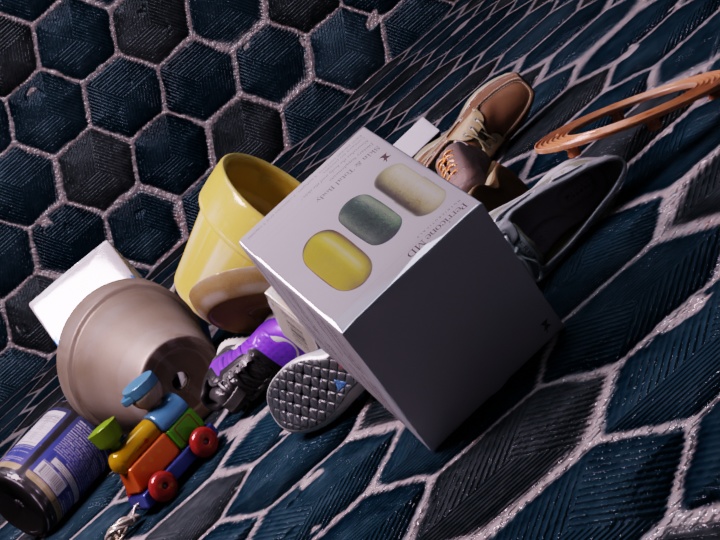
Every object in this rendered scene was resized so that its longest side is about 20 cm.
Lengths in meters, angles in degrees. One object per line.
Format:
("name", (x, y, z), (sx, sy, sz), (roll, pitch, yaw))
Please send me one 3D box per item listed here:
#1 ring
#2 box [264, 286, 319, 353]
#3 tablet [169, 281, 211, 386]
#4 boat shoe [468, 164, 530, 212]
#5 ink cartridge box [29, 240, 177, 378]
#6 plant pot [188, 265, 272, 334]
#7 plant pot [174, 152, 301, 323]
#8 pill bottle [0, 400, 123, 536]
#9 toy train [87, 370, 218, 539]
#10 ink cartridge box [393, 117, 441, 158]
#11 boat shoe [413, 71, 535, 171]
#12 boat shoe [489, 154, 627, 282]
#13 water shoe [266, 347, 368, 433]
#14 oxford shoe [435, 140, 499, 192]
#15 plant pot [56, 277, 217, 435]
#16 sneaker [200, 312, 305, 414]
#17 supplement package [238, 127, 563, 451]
("ring", (0.260, -0.146, 1.532), (0.198, 0.019, 0.200), (-22, 9, 4))
("box", (0.000, 0.000, 1.732), (0.200, 0.078, 0.095), (-45, -31, -14))
("tablet", (-0.245, 0.075, 2.262), (0.013, 0.132, 0.200), (-11, 16, 7))
("boat shoe", (0.123, -0.048, 1.635), (0.072, 0.072, 0.200), (-45, 5, 23))
("ink cartridge box", (-0.344, 0.085, 2.283), (0.144, 0.148, 0.200), (-39, -23, -3))
("plant pot", (-0.097, 0.039, 1.842), (0.199, 0.198, 0.028), (-28, 59, 49))
("plant pot", (-0.157, -0.027, 2.218), (0.190, 0.200, 0.201), (-53, 6, 21))
("pill bottle", (-0.394, 0.245, 2.131), (0.111, 0.112, 0.200), (-28, 17, 49))
("toy train", (-0.259, 0.214, 1.779), (0.200, 0.116, 0.084), (-47, 12, -29))
("ink cartridge box", (0.031, -0.100, 2.091), (0.200, 0.039, 0.100), (-43, -28, -11))
("boat shoe", (0.141, -0.158, 2.008), (0.200, 0.075, 0.074), (-46, 14, 17))
("boat shoe", (0.160, -0.037, 1.447), (0.201, 0.075, 0.065), (-38, 5, -22))
("water shoe", (-0.006, 0.097, 1.556), (0.199, 0.072, 0.079), (-35, -16, 34))
("oxford shoe", (0.109, -0.097, 1.806), (0.071, 0.073, 0.200), (-45, 4, 18))
("plant pot", (-0.260, 0.121, 2.024), (0.200, 0.201, 0.173), (-44, 27, -19))
("sneaker", (-0.122, 0.118, 1.842), (0.200, 0.069, 0.100), (-31, 22, 54))
("supplement package", (0.030, 0.010, 1.320), (0.152, 0.151, 0.200), (-42, 35, -7))
